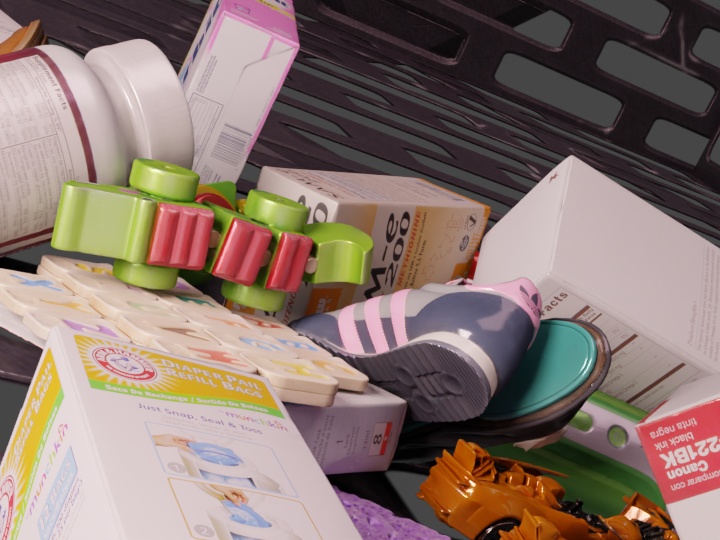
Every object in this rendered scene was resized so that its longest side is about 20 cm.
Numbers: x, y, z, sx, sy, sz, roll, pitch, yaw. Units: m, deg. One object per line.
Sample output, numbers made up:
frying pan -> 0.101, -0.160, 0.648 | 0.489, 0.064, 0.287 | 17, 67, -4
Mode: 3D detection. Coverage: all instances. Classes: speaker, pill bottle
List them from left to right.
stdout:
pill bottle -> -0.202, -0.065, 0.747 | 0.199, 0.110, 0.109 | -21, 41, -30
speaker -> 0.135, 0.113, 0.897 | 0.199, 0.089, 0.089 | 24, 15, -7

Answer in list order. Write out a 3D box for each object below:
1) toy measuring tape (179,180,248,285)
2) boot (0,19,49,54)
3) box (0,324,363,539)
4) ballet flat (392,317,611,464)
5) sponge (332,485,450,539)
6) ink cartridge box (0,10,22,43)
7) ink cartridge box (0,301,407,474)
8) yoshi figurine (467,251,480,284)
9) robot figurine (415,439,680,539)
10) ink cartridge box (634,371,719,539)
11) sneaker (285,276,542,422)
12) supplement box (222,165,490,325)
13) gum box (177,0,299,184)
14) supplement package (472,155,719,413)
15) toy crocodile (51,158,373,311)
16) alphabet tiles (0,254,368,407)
toy measuring tape -> -0.150, -0.019, 0.939 | 0.199, 0.074, 0.073 | -12, 38, -41
boot -> -0.285, -0.109, 0.898 | 0.154, 0.077, 0.200 | -11, 29, -3
box -> -0.070, 0.120, 0.484 | 0.101, 0.113, 0.200 | 16, 18, -27
ballet flat -> 0.079, 0.078, 0.790 | 0.073, 0.199, 0.074 | 23, 57, -41
sponge -> -0.044, 0.128, 0.658 | 0.199, 0.030, 0.112 | 25, 13, -3
ink cartridge box -> -0.342, -0.174, 1.069 | 0.146, 0.083, 0.200 | 8, 23, -48
ink cartridge box -> -0.092, 0.064, 0.702 | 0.161, 0.051, 0.199 | 22, 11, 34
yoshi figurine -> 0.090, 0.047, 1.078 | 0.199, 0.113, 0.112 | 22, -26, 37
robot figurine -> 0.135, 0.163, 0.763 | 0.199, 0.059, 0.145 | 20, 16, -36
ink cartridge box -> 0.243, 0.156, 0.744 | 0.144, 0.083, 0.202 | -10, 77, -65
sneaker -> 0.028, 0.041, 0.780 | 0.199, 0.082, 0.070 | 0, -52, 53
supplement box -> 0.000, 0.000, 0.940 | 0.073, 0.127, 0.199 | 26, 16, 33
gum box -> -0.120, -0.124, 1.061 | 0.066, 0.201, 0.114 | 21, 23, -16
supplement package -> 0.188, 0.035, 0.945 | 0.199, 0.117, 0.118 | 30, 49, -13
toy crocodile -> -0.081, -0.016, 0.752 | 0.199, 0.068, 0.062 | 12, 9, -38
alphabet tiles -> -0.098, 0.028, 0.705 | 0.194, 0.015, 0.200 | 13, 8, -35
